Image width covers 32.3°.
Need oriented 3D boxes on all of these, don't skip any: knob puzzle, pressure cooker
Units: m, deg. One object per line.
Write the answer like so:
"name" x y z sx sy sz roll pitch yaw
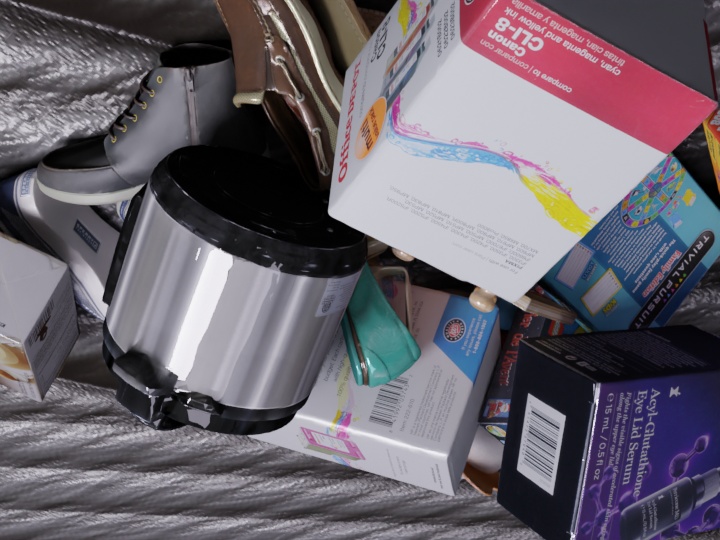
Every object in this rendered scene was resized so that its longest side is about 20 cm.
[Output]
"knob puzzle" 0.063 -0.008 0.978 0.218 0.220 0.031 27 97 -25
"pressure cooker" -0.102 0.028 0.936 0.174 0.179 0.202 11 115 -24

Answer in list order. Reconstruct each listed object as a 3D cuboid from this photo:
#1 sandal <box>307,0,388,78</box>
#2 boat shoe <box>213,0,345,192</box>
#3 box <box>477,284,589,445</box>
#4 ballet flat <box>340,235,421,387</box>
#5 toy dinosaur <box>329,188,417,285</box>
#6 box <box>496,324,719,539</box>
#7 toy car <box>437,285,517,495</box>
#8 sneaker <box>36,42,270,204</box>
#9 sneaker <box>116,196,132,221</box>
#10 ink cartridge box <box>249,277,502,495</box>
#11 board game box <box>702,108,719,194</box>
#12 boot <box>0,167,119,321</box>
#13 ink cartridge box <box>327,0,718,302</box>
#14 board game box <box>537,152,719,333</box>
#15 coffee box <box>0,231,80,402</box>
"sandal" 0.007 -0.179 0.927 0.077 0.070 0.213 -1 127 58
"boat shoe" -0.063 -0.148 0.909 0.203 0.075 0.075 54 157 -14
"box" 0.186 0.079 1.108 0.037 0.202 0.136 -5 144 46
"ballet flat" 0.000 0.000 1.025 0.070 0.202 0.068 -16 155 -11
"toy dinosaur" 0.007 -0.016 1.125 0.100 0.058 0.201 13 134 9
"box" 0.225 0.133 1.018 0.198 0.104 0.150 -4 108 -30
"toy car" 0.112 0.133 1.159 0.184 0.201 0.176 -33 127 31
"sneaker" -0.178 -0.122 1.002 0.198 0.075 0.107 -8 123 10
"sneaker" -0.123 -0.036 1.085 0.199 0.088 0.076 23 99 -49
"ink cartridge box" 0.006 0.086 1.060 0.198 0.146 0.085 14 152 17
"board game box" 0.409 -0.031 0.959 0.198 0.201 0.201 -23 133 7
"boot" -0.267 -0.010 1.119 0.089 0.073 0.201 -10 132 27
"ink cartridge box" 0.090 -0.110 0.748 0.144 0.146 0.200 24 134 -18
"board game box" 0.209 -0.036 1.039 0.151 0.047 0.200 -51 124 -2
"coffee box" -0.315 0.035 1.078 0.113 0.080 0.200 26 159 -1
